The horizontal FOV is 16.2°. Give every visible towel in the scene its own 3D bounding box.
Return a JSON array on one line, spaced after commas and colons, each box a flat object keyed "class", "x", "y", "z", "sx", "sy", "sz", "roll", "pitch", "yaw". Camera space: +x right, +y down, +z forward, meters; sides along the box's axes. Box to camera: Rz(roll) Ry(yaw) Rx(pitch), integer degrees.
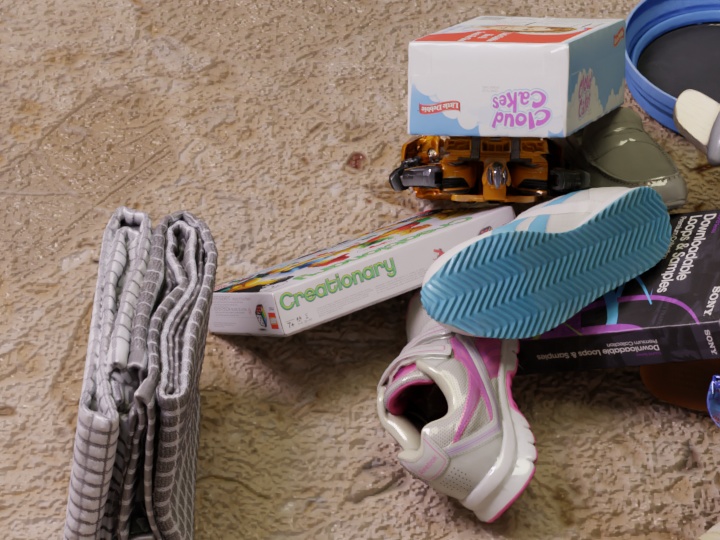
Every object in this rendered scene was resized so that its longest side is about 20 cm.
[{"class": "towel", "x": -0.139, "y": 0.081, "z": 1.639, "sx": 0.085, "sy": 0.166, "sz": 0.200, "roll": 7, "pitch": 40, "yaw": -5}]

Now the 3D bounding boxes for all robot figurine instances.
[{"class": "robot figurine", "x": 0.090, "y": -0.078, "z": 1.855, "sx": 0.144, "sy": 0.058, "sz": 0.200, "roll": 1, "pitch": 2, "yaw": -3}]

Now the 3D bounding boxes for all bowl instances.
[{"class": "bowl", "x": 0.310, "y": -0.167, "z": 2.063, "sx": 0.200, "sy": 0.039, "sz": 0.201, "roll": 2, "pitch": 40, "yaw": -1}]

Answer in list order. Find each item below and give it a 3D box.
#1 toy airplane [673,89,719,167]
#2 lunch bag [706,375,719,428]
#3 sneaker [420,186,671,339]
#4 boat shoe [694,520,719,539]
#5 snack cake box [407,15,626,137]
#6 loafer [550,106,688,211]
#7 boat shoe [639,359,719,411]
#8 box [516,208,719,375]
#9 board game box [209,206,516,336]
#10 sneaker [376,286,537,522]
[{"class": "toy airplane", "x": 0.343, "y": -0.059, "z": 1.854, "sx": 0.199, "sy": 0.141, "sz": 0.200, "roll": 1, "pitch": 52, "yaw": -17}, {"class": "lunch bag", "x": 0.315, "y": 0.133, "z": 1.625, "sx": 0.200, "sy": 0.094, "sz": 0.150, "roll": 27, "pitch": 1, "yaw": 37}, {"class": "sneaker", "x": 0.118, "y": -0.003, "z": 1.731, "sx": 0.199, "sy": 0.077, "sz": 0.081, "roll": -19, "pitch": 10, "yaw": -33}, {"class": "boat shoe", "x": 0.302, "y": 0.206, "z": 1.590, "sx": 0.200, "sy": 0.071, "sz": 0.064, "roll": 28, "pitch": 46, "yaw": 28}, {"class": "snack cake box", "x": 0.115, "y": -0.140, "z": 1.801, "sx": 0.115, "sy": 0.067, "sz": 0.200, "roll": 4, "pitch": 11, "yaw": 17}, {"class": "loafer", "x": 0.188, "y": -0.086, "z": 1.883, "sx": 0.070, "sy": 0.070, "sz": 0.200, "roll": -9, "pitch": 17, "yaw": -17}, {"class": "boat shoe", "x": 0.297, "y": 0.071, "z": 1.751, "sx": 0.199, "sy": 0.071, "sz": 0.070, "roll": 18, "pitch": 38, "yaw": 18}, {"class": "box", "x": 0.183, "y": 0.014, "z": 1.782, "sx": 0.199, "sy": 0.036, "sz": 0.143, "roll": -5, "pitch": 34, "yaw": 28}, {"class": "board game box", "x": 0.000, "y": 0.000, "z": 1.795, "sx": 0.199, "sy": 0.035, "sz": 0.126, "roll": -20, "pitch": 9, "yaw": -26}, {"class": "sneaker", "x": 0.056, "y": 0.073, "z": 1.701, "sx": 0.088, "sy": 0.081, "sz": 0.200, "roll": 25, "pitch": 30, "yaw": -29}]
